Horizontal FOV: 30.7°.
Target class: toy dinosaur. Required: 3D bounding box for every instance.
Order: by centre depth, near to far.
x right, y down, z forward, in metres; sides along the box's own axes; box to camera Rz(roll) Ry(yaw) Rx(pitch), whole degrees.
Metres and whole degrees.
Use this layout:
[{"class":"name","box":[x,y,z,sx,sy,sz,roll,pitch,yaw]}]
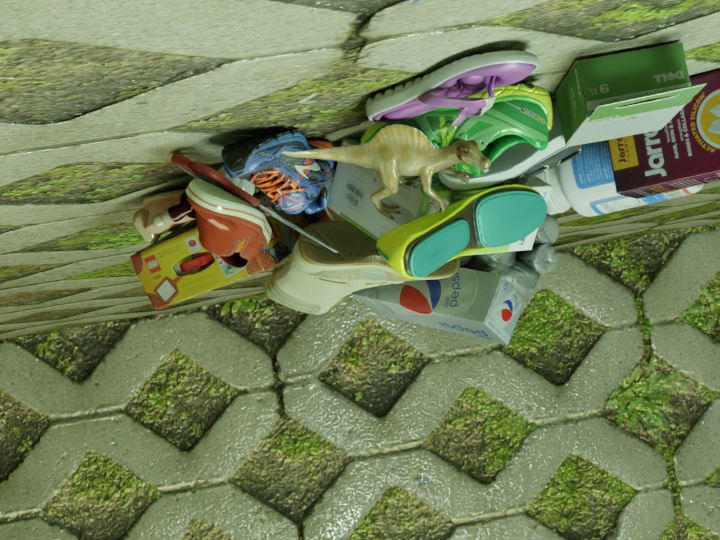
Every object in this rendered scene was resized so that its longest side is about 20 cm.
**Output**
[{"class":"toy dinosaur","box":[0.032,-0.105,1.277,0.200,0.058,0.101,2,140,14]}]

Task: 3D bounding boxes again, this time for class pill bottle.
[{"class":"pill bottle","box":[0.308,-0.129,1.605,0.200,0.112,0.112,-12,175,30]}]

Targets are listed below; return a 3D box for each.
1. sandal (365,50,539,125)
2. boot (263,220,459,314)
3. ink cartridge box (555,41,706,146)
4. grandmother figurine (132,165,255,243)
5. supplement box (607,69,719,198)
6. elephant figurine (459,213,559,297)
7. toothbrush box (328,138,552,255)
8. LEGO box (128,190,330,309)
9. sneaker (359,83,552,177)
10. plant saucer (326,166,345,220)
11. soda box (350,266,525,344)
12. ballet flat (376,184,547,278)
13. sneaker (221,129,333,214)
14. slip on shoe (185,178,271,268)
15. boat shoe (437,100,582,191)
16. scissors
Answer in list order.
[{"class":"sandal","box":[0.088,-0.156,1.201,0.082,0.050,0.203,-6,176,-39]},{"class":"boot","box":[0.000,0.000,1.533,0.200,0.072,0.155,2,156,-23]},{"class":"ink cartridge box","box":[0.257,-0.174,1.274,0.104,0.059,0.200,-10,175,0]},{"class":"grandmother figurine","box":[-0.191,-0.081,1.525,0.200,0.061,0.121,-20,-163,49]},{"class":"supplement box","box":[0.378,-0.154,1.448,0.200,0.110,0.086,-12,174,26]},{"class":"elephant figurine","box":[0.147,-0.034,1.665,0.155,0.142,0.200,40,167,-26]},{"class":"toothbrush box","box":[0.088,-0.084,1.461,0.200,0.086,0.146,-7,-149,-41]},{"class":"LEGO box","box":[-0.159,-0.036,1.610,0.200,0.077,0.149,-19,-169,39]},{"class":"sneaker","box":[0.092,-0.131,1.304,0.200,0.084,0.074,-11,175,17]},{"class":"plant saucer","box":[0.015,-0.061,1.630,0.200,0.200,0.035,-17,-147,55]},{"class":"soda box","box":[0.090,0.030,1.565,0.200,0.064,0.068,12,162,37]},{"class":"ballet flat","box":[0.099,-0.047,1.335,0.200,0.067,0.067,-23,-150,-33]},{"class":"sneaker","box":[-0.076,-0.099,1.370,0.075,0.079,0.200,-13,174,26]},{"class":"slip on shoe","box":[-0.140,-0.045,1.370,0.074,0.061,0.200,29,173,12]},{"class":"boat shoe","box":[0.164,-0.119,1.394,0.200,0.070,0.066,-29,143,-28]},{"class":"scissors","box":[-0.111,-0.071,1.387,0.200,0.014,0.073,30,172,-33]}]
